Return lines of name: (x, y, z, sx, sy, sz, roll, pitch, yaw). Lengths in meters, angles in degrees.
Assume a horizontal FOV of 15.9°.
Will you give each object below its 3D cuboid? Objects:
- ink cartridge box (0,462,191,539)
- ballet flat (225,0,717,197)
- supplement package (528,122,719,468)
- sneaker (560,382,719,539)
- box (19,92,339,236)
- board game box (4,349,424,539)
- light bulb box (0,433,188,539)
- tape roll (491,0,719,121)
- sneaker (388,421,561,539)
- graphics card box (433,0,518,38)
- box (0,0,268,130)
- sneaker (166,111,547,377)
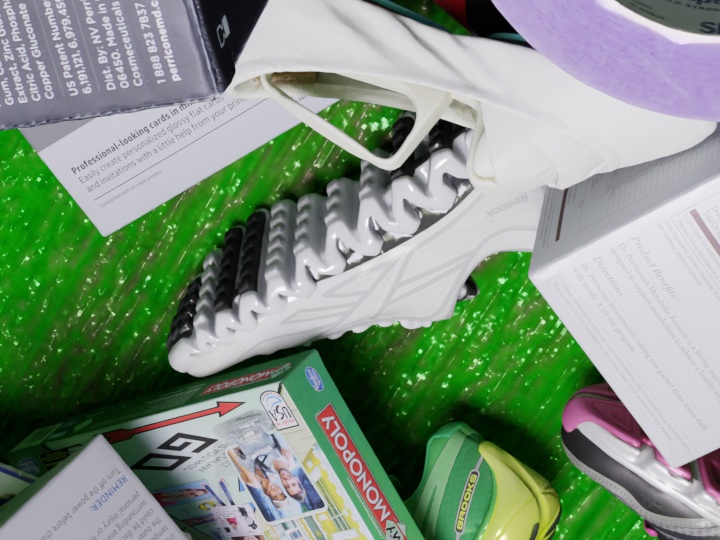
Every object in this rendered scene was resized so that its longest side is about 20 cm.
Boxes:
ink cartridge box: (-0.140, 0.162, 1.208, 0.195, 0.043, 0.201, 19, 128, 27)
ballet flat: (0.036, -0.064, 0.998, 0.199, 0.069, 0.070, 18, 123, 13)
supplement package: (0.182, -0.030, 1.016, 0.199, 0.114, 0.110, -28, 113, 27)
sneaker: (0.160, 0.128, 1.140, 0.199, 0.074, 0.088, 33, 116, -13)
box: (-0.103, -0.131, 1.065, 0.155, 0.041, 0.200, -28, 110, 25)
board game box: (-0.060, 0.115, 1.158, 0.199, 0.029, 0.135, -17, 108, 45)
light bulb box: (-0.131, 0.212, 1.117, 0.200, 0.125, 0.198, 51, 135, -5)
tape roll: (0.132, -0.160, 0.910, 0.198, 0.085, 0.201, 5, 122, 9)
sneaker: (0.016, 0.140, 1.193, 0.084, 0.074, 0.200, 49, 126, 13)
graphics card box: (0.111, -0.163, 0.992, 0.125, 0.051, 0.200, 39, 122, -11)
box: (-0.133, -0.139, 0.927, 0.198, 0.197, 0.118, -8, 117, 16)
sneaker: (0.000, 0.000, 1.106, 0.199, 0.075, 0.081, -31, 119, 27)
